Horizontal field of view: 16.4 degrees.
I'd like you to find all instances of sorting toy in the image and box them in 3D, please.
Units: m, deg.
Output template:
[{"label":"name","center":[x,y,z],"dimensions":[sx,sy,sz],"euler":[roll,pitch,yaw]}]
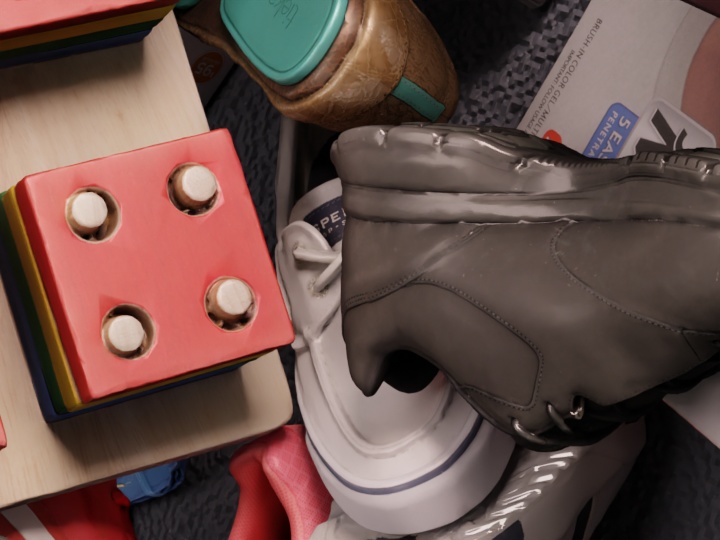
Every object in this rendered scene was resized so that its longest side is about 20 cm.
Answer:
[{"label":"sorting toy","center":[-0.129,-0.028,0.754],"dimensions":[0.070,0.198,0.201],"euler":[-29,77,63]}]

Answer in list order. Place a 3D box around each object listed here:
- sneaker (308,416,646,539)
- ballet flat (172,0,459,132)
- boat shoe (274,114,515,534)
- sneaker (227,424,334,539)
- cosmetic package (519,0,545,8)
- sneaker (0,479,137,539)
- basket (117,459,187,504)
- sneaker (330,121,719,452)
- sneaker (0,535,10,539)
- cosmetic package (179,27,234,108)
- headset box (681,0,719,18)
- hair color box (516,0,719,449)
[{"label":"sneaker","center":[0.035,0.134,0.782],"dimensions":[0.079,0.130,0.199],"euler":[6,45,46]},{"label":"ballet flat","center":[-0.021,-0.094,0.823],"dimensions":[0.068,0.072,0.200],"euler":[-56,35,8]},{"label":"boat shoe","center":[0.000,0.000,0.806],"dimensions":[0.073,0.065,0.200],"euler":[-25,37,7]},{"label":"sneaker","center":[-0.031,0.145,0.830],"dimensions":[0.074,0.087,0.201],"euler":[4,82,45]},{"label":"cosmetic package","center":[0.007,-0.173,0.803],"dimensions":[0.107,0.200,0.090],"euler":[-54,51,14]},{"label":"sneaker","center":[-0.093,0.039,0.824],"dimensions":[0.115,0.200,0.078],"euler":[-43,20,-17]},{"label":"basket","center":[-0.153,0.059,0.912],"dimensions":[0.139,0.176,0.201],"euler":[-15,58,38]},{"label":"sneaker","center":[0.075,0.008,0.689],"dimensions":[0.199,0.076,0.091],"euler":[7,93,42]},{"label":"sneaker","center":[-0.099,0.164,0.726],"dimensions":[0.076,0.200,0.114],"euler":[-17,32,17]},{"label":"cosmetic package","center":[-0.122,-0.117,0.912],"dimensions":[0.083,0.200,0.051],"euler":[-52,49,20]},{"label":"headset box","center":[0.106,-0.117,0.688],"dimensions":[0.149,0.200,0.075],"euler":[46,111,42]},{"label":"hair color box","center":[0.129,-0.005,0.732],"dimensions":[0.200,0.064,0.111],"euler":[42,107,41]}]
